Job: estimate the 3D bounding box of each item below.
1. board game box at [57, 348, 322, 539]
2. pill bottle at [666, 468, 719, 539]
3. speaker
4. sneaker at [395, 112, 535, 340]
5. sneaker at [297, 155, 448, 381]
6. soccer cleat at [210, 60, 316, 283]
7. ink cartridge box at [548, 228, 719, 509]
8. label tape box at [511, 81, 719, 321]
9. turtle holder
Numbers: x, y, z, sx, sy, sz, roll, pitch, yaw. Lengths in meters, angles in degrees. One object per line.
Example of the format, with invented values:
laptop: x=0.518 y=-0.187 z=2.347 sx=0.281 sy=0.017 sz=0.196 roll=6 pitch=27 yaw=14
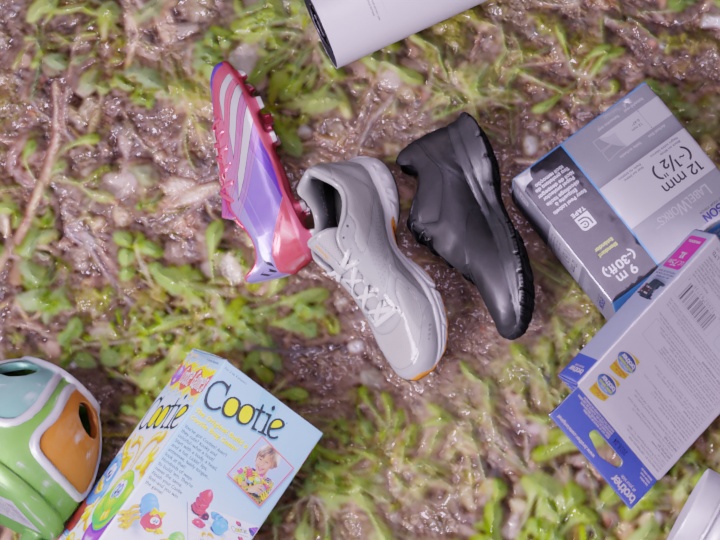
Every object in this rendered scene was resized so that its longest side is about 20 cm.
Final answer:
board game box: x=-0.139 y=0.175 z=1.190 sx=0.105 sy=0.103 sz=0.200 roll=39 pitch=79 yaw=-18
pill bottle: x=0.336 y=0.235 z=1.154 sx=0.199 sy=0.113 sz=0.113 roll=29 pitch=78 yaw=11
speaker: x=0.050 y=-0.252 z=1.323 sx=0.199 sy=0.081 sz=0.082 roll=-25 pitch=75 yaw=-3
sneaker: x=0.089 y=-0.030 z=1.272 sx=0.090 sy=0.076 sz=0.201 roll=-20 pitch=67 yaw=8
sneaker: x=0.000 y=0.000 z=1.240 sx=0.076 sy=0.092 sz=0.201 roll=-36 pitch=67 yaw=38
soccer cleat: x=-0.098 y=-0.086 z=1.298 sx=0.076 sy=0.067 sz=0.201 roll=-25 pitch=77 yaw=2
ink cartridge box: x=0.243 y=0.079 z=1.212 sx=0.200 sy=0.042 sz=0.119 roll=-47 pitch=112 yaw=-10
label tape box: x=0.241 y=-0.034 z=1.259 sx=0.143 sy=0.066 sz=0.200 roll=-36 pitch=74 yaw=-6
turtle holder: x=-0.288 y=0.142 z=1.223 sx=0.141 sy=0.185 sz=0.132 roll=44 pitch=64 yaw=-21
